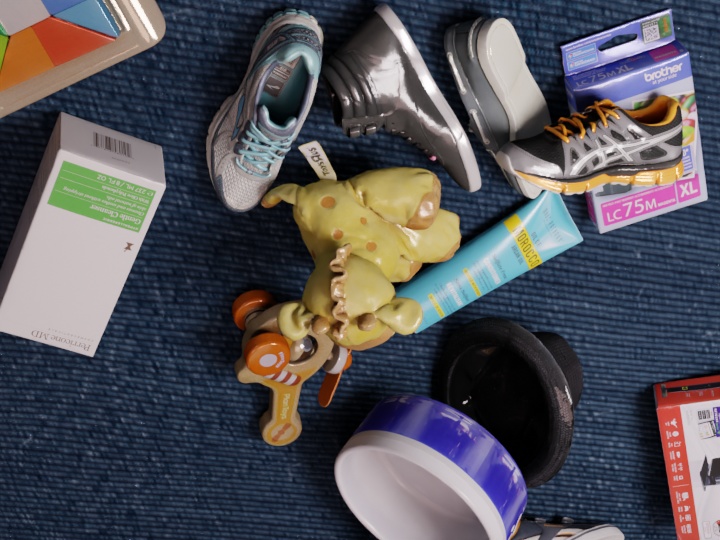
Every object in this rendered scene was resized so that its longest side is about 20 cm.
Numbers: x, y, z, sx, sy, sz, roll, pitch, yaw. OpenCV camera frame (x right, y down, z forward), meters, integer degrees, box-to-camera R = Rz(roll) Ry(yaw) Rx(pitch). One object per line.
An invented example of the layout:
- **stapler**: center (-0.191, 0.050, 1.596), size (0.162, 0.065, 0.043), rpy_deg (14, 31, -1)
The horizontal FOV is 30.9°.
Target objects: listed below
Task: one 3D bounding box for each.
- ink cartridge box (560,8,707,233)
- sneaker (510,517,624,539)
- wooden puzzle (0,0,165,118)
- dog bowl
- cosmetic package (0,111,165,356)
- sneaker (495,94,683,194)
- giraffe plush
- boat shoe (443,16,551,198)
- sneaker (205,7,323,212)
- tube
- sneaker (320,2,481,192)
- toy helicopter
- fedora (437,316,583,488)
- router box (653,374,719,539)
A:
- **ink cartridge box**: center (0.269, -0.143, 1.279), size (0.118, 0.042, 0.202), rpy_deg (-17, 121, 1)
- **sneaker**: center (0.220, 0.326, 1.538), size (0.198, 0.079, 0.079), rpy_deg (-10, 131, -33)
- **wooden puzzle**: center (-0.294, -0.237, 1.126), size (0.198, 0.037, 0.186), rpy_deg (-25, 121, 6)
- **dog bowl**: center (0.074, 0.229, 1.382), size (0.198, 0.079, 0.202), rpy_deg (25, 144, 20)
- **cosmetic package**: center (-0.266, -0.032, 1.228), size (0.106, 0.085, 0.202), rpy_deg (16, 116, -21)
- **sneaker**: center (0.215, -0.120, 1.214), size (0.197, 0.078, 0.078), rpy_deg (-8, 119, -24)
- **giraffe plush**: center (0.000, 0.000, 1.205), size (0.171, 0.164, 0.199), rpy_deg (-22, 143, 30)
- **boat shoe**: center (0.132, -0.155, 1.247), size (0.061, 0.073, 0.201), rpy_deg (10, 140, 36)
- **sneaker**: center (-0.091, -0.136, 1.193), size (0.077, 0.087, 0.202), rpy_deg (14, 118, -16)
- **tube**: center (0.128, -0.008, 1.336), size (0.198, 0.051, 0.078), rpy_deg (-32, 129, 4)
- **sneaker**: center (0.033, -0.138, 1.215), size (0.099, 0.071, 0.201), rpy_deg (-34, 114, 0)
- **toy helicopter**: center (-0.068, 0.108, 1.367), size (0.130, 0.079, 0.202), rpy_deg (-6, 133, -17)
- **fedora**: center (0.172, 0.129, 1.378), size (0.091, 0.200, 0.203), rpy_deg (-22, 129, -35)
- **router box**: center (0.435, 0.211, 1.479), size (0.177, 0.049, 0.202), rpy_deg (-10, 117, 13)
